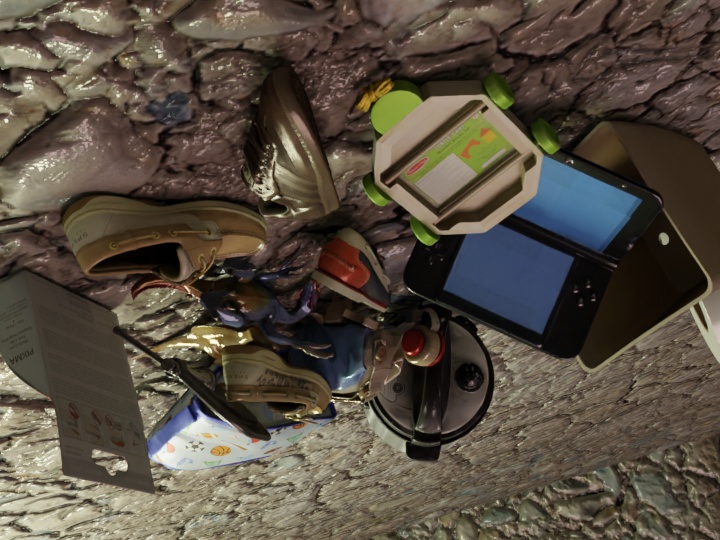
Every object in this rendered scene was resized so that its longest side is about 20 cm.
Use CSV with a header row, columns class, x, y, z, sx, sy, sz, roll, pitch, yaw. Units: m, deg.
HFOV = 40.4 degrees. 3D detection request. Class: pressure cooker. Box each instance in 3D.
class,x,y,z,sx,sy,sz,roll,pitch,yaw
pressure cooker,0.087,0.145,1.283,0.178,0.177,0.200,-36,169,-11

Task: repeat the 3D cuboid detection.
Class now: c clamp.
class,x,y,z,sx,sy,sz,roll,pitch,yaw
c clamp,-0.168,0.128,1.071,0.027,0.170,0.200,-51,163,-7

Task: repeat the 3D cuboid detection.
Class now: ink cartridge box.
class,x,y,z,sx,sy,sz,roll,pitch,yaw
ink cartridge box,-0.270,0.116,0.929,0.047,0.202,0.160,-23,156,10

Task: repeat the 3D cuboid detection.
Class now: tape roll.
class,x,y,z,sx,sy,sz,roll,pitch,yaw
tape roll,0.448,0.025,1.281,0.037,0.205,0.203,-24,156,12

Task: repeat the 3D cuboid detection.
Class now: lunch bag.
class,x,y,z,sx,sy,sz,roll,pitch,yaw
lunch bag,-0.163,0.181,1.259,0.198,0.125,0.170,-8,158,-40

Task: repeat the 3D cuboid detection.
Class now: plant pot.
class,x,y,z,sx,sy,sz,roll,pitch,yaw
plant pot,0.312,-0.038,1.072,0.175,0.201,0.200,-16,160,-37

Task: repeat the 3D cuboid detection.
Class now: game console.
class,x,y,z,sx,sy,sz,roll,pitch,yaw
game console,0.161,-0.026,0.948,0.198,0.173,0.118,24,177,2

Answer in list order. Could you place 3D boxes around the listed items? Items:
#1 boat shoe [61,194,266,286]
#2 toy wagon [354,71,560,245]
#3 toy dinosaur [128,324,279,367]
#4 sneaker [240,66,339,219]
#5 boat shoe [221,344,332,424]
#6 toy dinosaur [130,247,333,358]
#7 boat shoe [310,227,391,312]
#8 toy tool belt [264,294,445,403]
class,x,y,z,sx,sy,sz,roll,pitch,yaw
boat shoe,-0.168,-0.020,0.880,0.198,0.067,0.074,0,151,-37
toy wagon,0.073,-0.109,0.856,0.155,0.040,0.199,-37,127,25
toy dinosaur,-0.165,0.080,1.135,0.197,0.059,0.101,-8,158,28
sneaker,-0.065,-0.089,0.805,0.075,0.071,0.200,-18,156,1
boat shoe,-0.096,0.138,1.102,0.072,0.064,0.200,-8,156,27
toy dinosaur,-0.114,0.020,1.050,0.197,0.106,0.182,13,170,11
boat shoe,0.000,0.000,1.059,0.063,0.071,0.200,-64,164,-1
toy tool belt,-0.011,0.092,1.168,0.198,0.127,0.122,-12,158,41
